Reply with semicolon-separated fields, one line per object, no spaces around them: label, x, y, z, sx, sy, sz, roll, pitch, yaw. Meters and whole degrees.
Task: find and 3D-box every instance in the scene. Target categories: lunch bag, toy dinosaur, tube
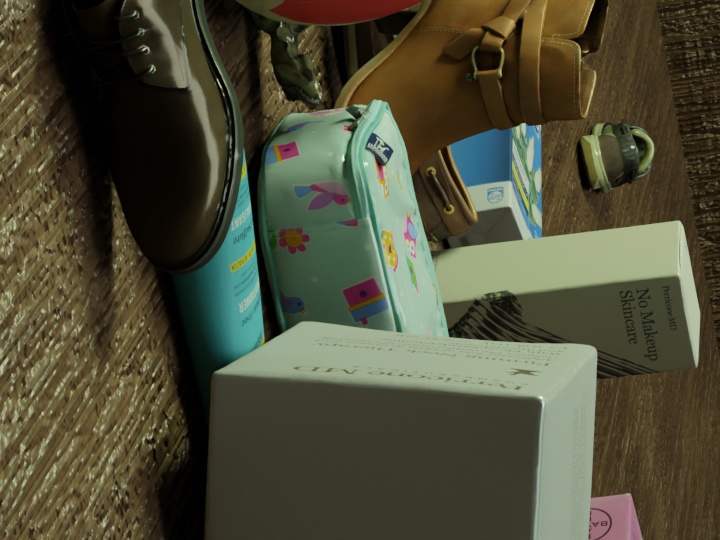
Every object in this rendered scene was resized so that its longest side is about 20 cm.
lunch bag;0.000;0.000;1.663;0.160;0.077;0.200;-58;138;-70
toy dinosaur;-0.046;-0.192;1.650;0.088;0.047;0.200;65;24;-60
tube;-0.072;0.010;1.433;0.077;0.050;0.200;-56;143;-55

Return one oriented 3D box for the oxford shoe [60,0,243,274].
oxford shoe;-0.106;-0.096;1.316;0.084;0.073;0.201;-4;83;-61

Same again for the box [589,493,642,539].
box;0.075;0.237;1.626;0.200;0.175;0.097;-81;159;-50

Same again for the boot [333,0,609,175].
boot;0.070;-0.102;1.796;0.077;0.155;0.200;46;56;-66

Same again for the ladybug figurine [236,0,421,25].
ladybug figurine;0.000;-0.201;1.580;0.200;0.072;0.136;-12;108;-35

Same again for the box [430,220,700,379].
box;0.122;0.028;1.899;0.068;0.200;0.082;-78;156;-56

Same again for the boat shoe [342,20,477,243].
boat shoe;0.033;-0.114;1.895;0.072;0.067;0.201;-62;142;-69

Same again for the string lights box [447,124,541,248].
string lights box;0.101;-0.086;2.190;0.103;0.059;0.200;66;20;-46

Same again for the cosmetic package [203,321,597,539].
cosmetic package;0.024;0.124;1.433;0.200;0.167;0.167;-28;121;-77

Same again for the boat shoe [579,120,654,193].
boat shoe;0.269;-0.118;2.920;0.201;0.066;0.072;-21;102;-77
